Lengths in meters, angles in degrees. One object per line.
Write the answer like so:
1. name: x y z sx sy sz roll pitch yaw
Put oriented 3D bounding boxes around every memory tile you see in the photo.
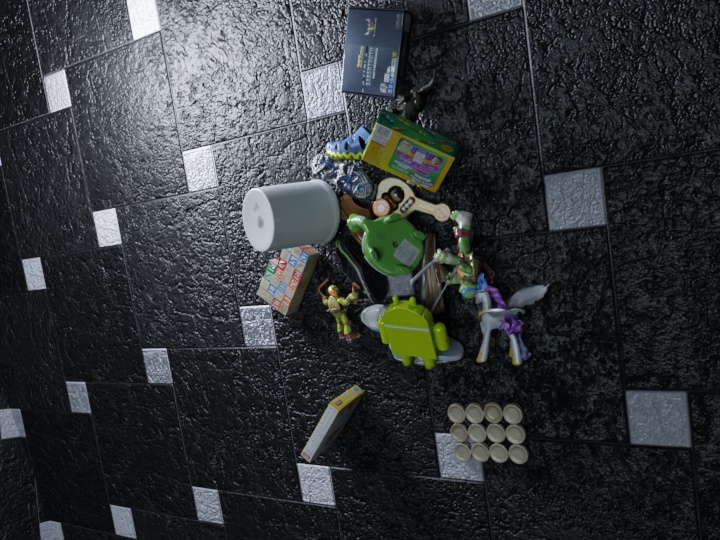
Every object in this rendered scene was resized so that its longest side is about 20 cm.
1. memory tile: 0.315 0.402 1.559 0.198 0.017 0.156 -7 96 32

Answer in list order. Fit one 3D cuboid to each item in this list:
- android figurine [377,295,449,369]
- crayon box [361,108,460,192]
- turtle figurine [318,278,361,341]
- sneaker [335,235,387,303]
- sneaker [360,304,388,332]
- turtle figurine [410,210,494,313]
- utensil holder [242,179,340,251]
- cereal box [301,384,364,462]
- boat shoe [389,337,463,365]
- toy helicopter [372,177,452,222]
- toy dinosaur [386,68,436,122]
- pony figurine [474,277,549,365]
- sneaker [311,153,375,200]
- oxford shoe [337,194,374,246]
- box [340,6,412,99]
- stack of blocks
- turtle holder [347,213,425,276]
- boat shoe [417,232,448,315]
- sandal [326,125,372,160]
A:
1. android figurine: 0.122 0.146 1.494 0.180 0.041 0.202 2 124 32
2. crayon box: 0.114 -0.274 1.449 0.198 0.059 0.119 23 141 -4
3. turtle figurine: -0.050 0.104 1.663 0.199 0.064 0.163 -7 105 53
4. sneaker: 0.000 0.000 1.650 0.202 0.071 0.083 61 145 7
5. sneaker: 0.077 0.120 1.589 0.198 0.086 0.076 7 77 33
6. turtle figurine: 0.200 -0.026 1.430 0.199 0.143 0.196 -20 50 43
7. utensil holder: -0.179 -0.139 1.610 0.169 0.198 0.173 18 114 47
8. cereal box: -0.075 0.418 1.719 0.039 0.143 0.202 36 116 18
9. boat shoe: 0.169 0.206 1.585 0.198 0.074 0.066 7 131 31
10. toy helicopter: 0.133 -0.175 1.533 0.198 0.079 0.134 20 100 15
11. toy dinosaur: 0.118 -0.383 1.480 0.076 0.102 0.202 25 103 16
12. pony figurine: 0.325 0.108 1.425 0.191 0.165 0.203 -3 103 46
13. sneaker: -0.032 -0.239 1.589 0.199 0.077 0.076 37 109 29
14. oxford shoe: 0.012 -0.118 1.606 0.071 0.071 0.201 -41 77 26
15. box: 0.036 -0.525 1.519 0.156 0.051 0.203 16 108 28
16. stack of blocks: -0.203 0.009 1.762 0.115 0.058 0.202 34 115 21
17. turtle holder: 0.056 -0.059 1.511 0.183 0.132 0.143 7 84 -10
18. boat shoe: 0.178 0.010 1.539 0.071 0.076 0.203 1 92 -4
19. sandal: 0.007 -0.319 1.569 0.197 0.079 0.089 2 98 21
